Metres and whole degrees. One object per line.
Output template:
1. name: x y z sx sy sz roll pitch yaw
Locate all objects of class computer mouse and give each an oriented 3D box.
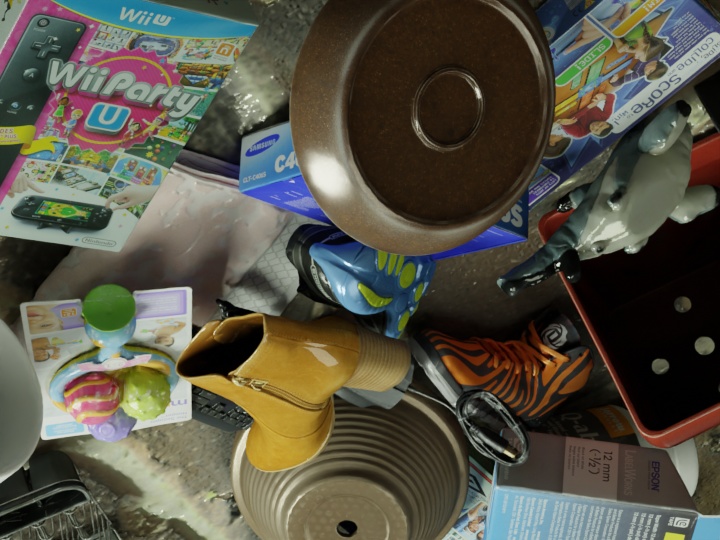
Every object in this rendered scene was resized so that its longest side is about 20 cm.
1. computer mouse: 0.043 0.097 1.323 0.059 0.199 0.034 -65 170 2

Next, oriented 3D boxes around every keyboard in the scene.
1. keyboard: -0.112 0.067 1.264 0.127 0.021 0.200 -37 142 21

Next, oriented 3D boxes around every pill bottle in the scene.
1. pill bottle: 0.202 0.186 1.561 0.199 0.117 0.117 -10 141 -20

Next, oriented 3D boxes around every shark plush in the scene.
1. shark plush: 0.180 -0.041 1.235 0.200 0.083 0.091 -51 127 -13

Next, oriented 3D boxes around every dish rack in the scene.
1. dish rack: -0.276 0.229 1.396 0.153 0.055 0.200 -22 144 -3

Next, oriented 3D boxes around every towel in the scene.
1. towel: -0.126 0.005 1.223 0.190 0.032 0.200 16 127 -41

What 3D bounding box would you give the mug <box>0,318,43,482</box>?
1. mug: -0.343 0.096 1.137 0.175 0.148 0.200 -35 113 31

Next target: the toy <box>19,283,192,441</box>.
1. toy: -0.174 0.082 1.200 0.115 0.047 0.200 -6 146 -9

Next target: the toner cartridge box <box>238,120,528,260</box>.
1. toner cartridge box: 0.020 -0.057 1.185 0.095 0.043 0.200 -14 157 42

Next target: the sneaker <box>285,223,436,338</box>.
1. sneaker: 0.000 0.000 1.215 0.071 0.082 0.200 -61 162 -2

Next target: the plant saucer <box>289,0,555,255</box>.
1. plant saucer: 0.051 -0.106 1.091 0.199 0.034 0.201 -7 105 -29

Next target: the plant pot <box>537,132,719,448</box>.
1. plant pot: 0.277 0.032 1.366 0.199 0.201 0.176 -25 157 1

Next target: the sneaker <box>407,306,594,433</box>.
1. sneaker: 0.122 0.068 1.419 0.112 0.078 0.200 -42 146 11

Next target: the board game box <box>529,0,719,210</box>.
1. board game box: 0.154 -0.136 1.202 0.200 0.035 0.135 -39 142 20

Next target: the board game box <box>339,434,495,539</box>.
1. board game box: 0.044 0.187 1.458 0.200 0.029 0.135 41 112 -15

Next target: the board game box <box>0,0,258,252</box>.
1. board game box: -0.176 -0.108 1.028 0.147 0.064 0.200 8 132 -36

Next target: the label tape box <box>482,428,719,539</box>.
1. label tape box: 0.202 0.206 1.375 0.199 0.066 0.144 6 137 3

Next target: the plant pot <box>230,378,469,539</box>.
1. plant pot: -0.009 0.183 1.386 0.200 0.093 0.202 0 118 0

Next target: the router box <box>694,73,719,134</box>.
1. router box: 0.359 -0.095 1.230 0.157 0.201 0.052 -31 142 11

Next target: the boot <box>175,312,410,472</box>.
1. boot: -0.074 0.083 1.219 0.144 0.071 0.201 13 146 -34
